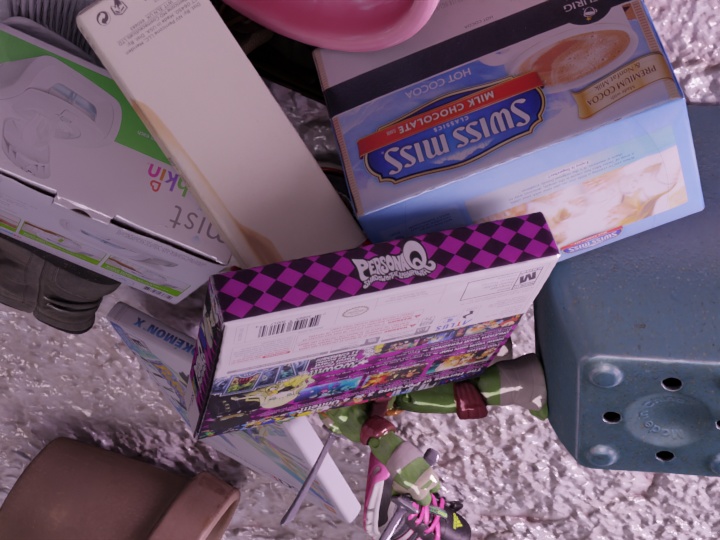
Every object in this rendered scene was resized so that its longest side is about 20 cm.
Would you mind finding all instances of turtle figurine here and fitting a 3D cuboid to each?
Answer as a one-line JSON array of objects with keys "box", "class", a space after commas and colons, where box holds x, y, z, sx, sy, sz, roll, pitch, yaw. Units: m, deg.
[{"box": [0.027, 0.114, 1.047, 0.193, 0.201, 0.144, -14, 174, -12], "class": "turtle figurine"}]

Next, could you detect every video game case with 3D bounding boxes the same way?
[{"box": [-0.101, 0.117, 1.212, 0.182, 0.022, 0.200, 24, 155, 32], "class": "video game case"}, {"box": [0.000, 0.036, 0.889, 0.199, 0.036, 0.181, -12, 157, -16], "class": "video game case"}]

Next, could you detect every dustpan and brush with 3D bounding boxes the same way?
[{"box": [-0.190, -0.147, 1.008, 0.139, 0.058, 0.200, -5, 160, 27], "class": "dustpan and brush"}]

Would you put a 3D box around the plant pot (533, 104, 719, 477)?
[{"box": [0.207, 0.027, 1.009, 0.195, 0.201, 0.196, 3, 137, 9], "class": "plant pot"}]

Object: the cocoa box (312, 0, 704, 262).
[{"box": [0.091, -0.085, 0.911, 0.199, 0.132, 0.133, -20, 148, 8], "class": "cocoa box"}]

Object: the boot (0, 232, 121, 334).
[{"box": [-0.279, -0.018, 1.165, 0.199, 0.068, 0.131, 31, 139, -18], "class": "boot"}]

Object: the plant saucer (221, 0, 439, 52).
[{"box": [-0.037, -0.208, 0.831, 0.200, 0.051, 0.201, 24, 154, 12], "class": "plant saucer"}]

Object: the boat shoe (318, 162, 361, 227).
[{"box": [-0.049, 0.002, 1.136, 0.071, 0.063, 0.200, 22, 134, -8], "class": "boat shoe"}]

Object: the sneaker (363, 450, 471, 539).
[{"box": [0.054, 0.220, 1.336, 0.087, 0.074, 0.200, 0, 140, 12], "class": "sneaker"}]

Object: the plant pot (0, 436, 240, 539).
[{"box": [-0.230, 0.240, 1.352, 0.174, 0.200, 0.201, 32, 136, 5], "class": "plant pot"}]

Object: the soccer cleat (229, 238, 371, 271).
[{"box": [0.000, 0.000, 1.070, 0.199, 0.068, 0.073, -20, 134, -8], "class": "soccer cleat"}]

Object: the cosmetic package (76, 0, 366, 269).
[{"box": [-0.084, -0.083, 0.896, 0.071, 0.105, 0.201, -34, 97, -5], "class": "cosmetic package"}]

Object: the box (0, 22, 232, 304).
[{"box": [-0.184, -0.064, 1.019, 0.199, 0.097, 0.176, 23, 164, -12], "class": "box"}]

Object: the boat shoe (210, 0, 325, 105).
[{"box": [-0.072, -0.161, 0.964, 0.199, 0.072, 0.072, 30, 134, -18], "class": "boat shoe"}]
